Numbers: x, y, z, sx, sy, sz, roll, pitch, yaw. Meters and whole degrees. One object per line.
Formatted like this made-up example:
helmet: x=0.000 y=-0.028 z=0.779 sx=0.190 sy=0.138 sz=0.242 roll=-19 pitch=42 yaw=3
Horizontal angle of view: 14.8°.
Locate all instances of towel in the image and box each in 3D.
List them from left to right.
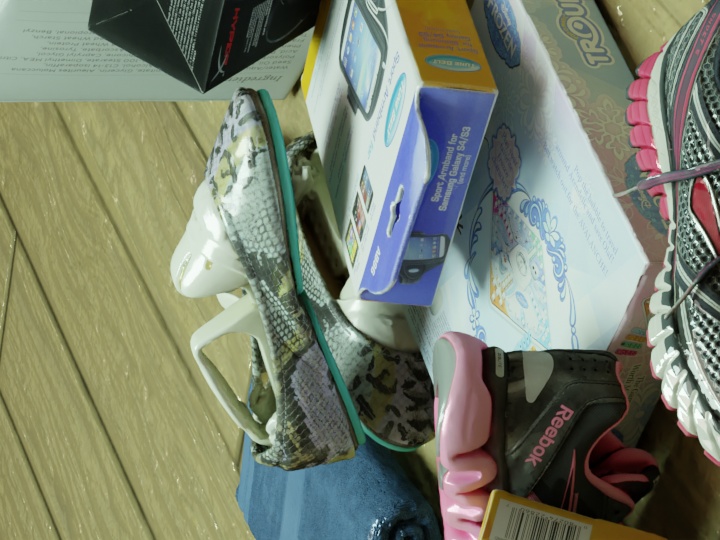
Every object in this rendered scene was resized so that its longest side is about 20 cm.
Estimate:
towel: x=-0.012 y=0.127 z=1.485 sx=0.200 sy=0.048 sz=0.112 roll=-132 pitch=44 yaw=-58

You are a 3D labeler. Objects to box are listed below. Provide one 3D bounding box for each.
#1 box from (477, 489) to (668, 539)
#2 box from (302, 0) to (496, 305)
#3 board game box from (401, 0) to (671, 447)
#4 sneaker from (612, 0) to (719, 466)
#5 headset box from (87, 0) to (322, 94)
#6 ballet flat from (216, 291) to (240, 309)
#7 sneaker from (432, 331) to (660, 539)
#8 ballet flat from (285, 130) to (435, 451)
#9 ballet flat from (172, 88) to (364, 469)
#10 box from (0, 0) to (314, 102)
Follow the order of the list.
box: x=0.087 y=0.193 z=1.157 sx=0.042 sy=0.119 sz=0.200 roll=-68 pitch=-7 yaw=-58
box: x=0.017 y=-0.078 z=1.270 sx=0.200 sy=0.041 sz=0.119 roll=-107 pitch=27 yaw=-50
board game box: x=0.080 y=-0.007 z=1.251 sx=0.199 sy=0.043 sz=0.200 roll=109 pitch=149 yaw=-43
sneaker: x=0.148 y=-0.012 z=1.036 sx=0.075 sy=0.080 sz=0.201 roll=131 pitch=133 yaw=-57
headset box: x=-0.034 y=-0.196 z=1.346 sx=0.077 sy=0.200 sz=0.149 roll=29 pitch=128 yaw=19
ballet flat: x=-0.056 y=-0.011 z=1.537 sx=0.200 sy=0.074 sz=0.074 roll=-126 pitch=39 yaw=-55
sneaker: x=0.081 y=0.107 z=1.180 sx=0.079 sy=0.095 sz=0.200 roll=-97 pitch=1 yaw=-47
ballet flat: x=0.000 y=0.000 z=1.420 sx=0.072 sy=0.072 sz=0.201 roll=109 pitch=148 yaw=-41
ballet flat: x=-0.051 y=0.012 z=1.302 sx=0.072 sy=0.072 sz=0.201 roll=-133 pitch=24 yaw=-58
box: x=-0.131 y=-0.208 z=1.540 sx=0.131 sy=0.199 sz=0.199 roll=126 pitch=136 yaw=-56
